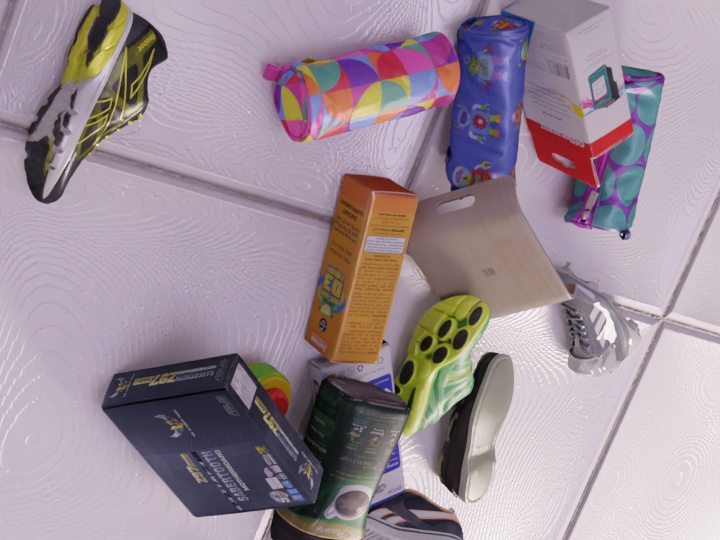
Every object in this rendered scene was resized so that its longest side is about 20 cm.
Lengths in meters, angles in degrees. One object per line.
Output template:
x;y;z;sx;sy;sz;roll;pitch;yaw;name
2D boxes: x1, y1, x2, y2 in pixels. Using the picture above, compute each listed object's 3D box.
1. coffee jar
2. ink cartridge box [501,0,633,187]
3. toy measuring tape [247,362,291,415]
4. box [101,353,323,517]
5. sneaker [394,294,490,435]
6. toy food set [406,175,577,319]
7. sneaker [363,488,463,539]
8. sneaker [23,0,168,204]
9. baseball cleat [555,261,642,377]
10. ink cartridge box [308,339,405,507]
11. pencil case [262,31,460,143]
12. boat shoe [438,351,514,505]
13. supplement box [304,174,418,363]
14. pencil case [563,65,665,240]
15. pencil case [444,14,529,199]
-0.025;0.225;1.502;0.104;0.085;0.201;15;99;-39;coffee jar
0.237;-0.205;1.513;0.067;0.116;0.201;-32;126;-18;ink cartridge box
-0.090;0.150;1.493;0.074;0.073;0.200;-55;138;0;toy measuring tape
-0.152;0.177;1.409;0.201;0.157;0.051;59;33;-36;box
0.098;0.106;1.586;0.083;0.074;0.201;-3;132;-44;sneaker
0.147;-0.020;1.536;0.143;0.061;0.200;-15;134;24;toy food set
0.029;0.311;1.642;0.199;0.080;0.079;13;129;-13;sneaker
-0.240;-0.147;1.246;0.084;0.074;0.201;22;98;-39;sneaker
0.287;0.074;1.704;0.200;0.070;0.107;37;88;-38;baseball cleat
-0.002;0.184;1.573;0.094;0.037;0.201;-18;113;-27;ink cartridge box
0.005;-0.193;1.386;0.199;0.088;0.089;-15;118;-28;pencil case
0.138;0.188;1.661;0.071;0.060;0.203;-8;115;-44;boat shoe
0.000;0.000;1.480;0.068;0.066;0.201;1;110;-34;supplement box
0.302;-0.144;1.605;0.092;0.085;0.201;-22;125;-56;pencil case
0.137;-0.181;1.483;0.078;0.086;0.201;-41;139;-58;pencil case
